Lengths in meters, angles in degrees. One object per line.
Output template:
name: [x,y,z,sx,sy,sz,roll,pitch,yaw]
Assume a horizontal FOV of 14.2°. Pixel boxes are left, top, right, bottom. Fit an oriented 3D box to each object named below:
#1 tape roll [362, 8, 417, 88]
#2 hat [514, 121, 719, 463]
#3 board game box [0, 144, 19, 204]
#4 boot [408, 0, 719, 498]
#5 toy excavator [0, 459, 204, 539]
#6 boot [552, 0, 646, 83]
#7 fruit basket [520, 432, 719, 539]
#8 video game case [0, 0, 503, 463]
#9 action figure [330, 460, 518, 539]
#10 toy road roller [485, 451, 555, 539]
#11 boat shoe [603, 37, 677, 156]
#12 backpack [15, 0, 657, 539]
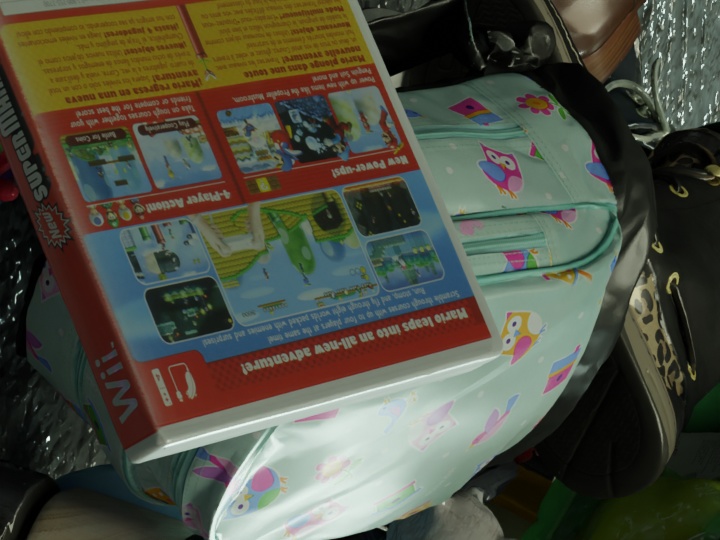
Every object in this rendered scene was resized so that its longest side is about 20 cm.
tape roll: [0.000,0.000,1.119,0.203,0.037,0.203,-48,146,-47]
hat: [0.099,0.003,1.284,0.176,0.200,0.166,16,119,-36]
board game box: [-0.121,-0.049,0.804,0.200,0.039,0.158,-50,147,-43]
boot: [0.097,-0.028,1.111,0.151,0.073,0.200,-28,99,-56]
toy excavator: [-0.080,0.158,0.988,0.200,0.100,0.195,-1,107,-75]
boot: [0.100,-0.197,1.194,0.187,0.064,0.200,-63,150,-29]
fruit basket: [0.117,0.144,1.109,0.094,0.200,0.185,36,76,-22]
video game case: [-0.046,-0.054,0.798,0.143,0.017,0.200,-12,76,-48]
action figure: [0.017,0.131,1.090,0.200,0.105,0.194,-28,162,-32]
toy road roller: [0.082,0.169,1.318,0.200,0.123,0.146,-19,134,-63]
boat shoe: [0.106,-0.043,1.251,0.075,0.062,0.200,63,30,-33]
backpack: [-0.005,0.009,0.922,0.200,0.127,0.167,-7,130,-47]
